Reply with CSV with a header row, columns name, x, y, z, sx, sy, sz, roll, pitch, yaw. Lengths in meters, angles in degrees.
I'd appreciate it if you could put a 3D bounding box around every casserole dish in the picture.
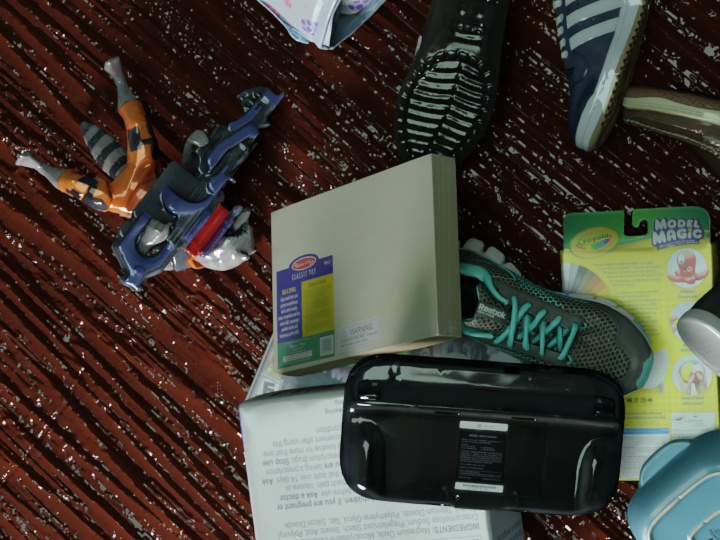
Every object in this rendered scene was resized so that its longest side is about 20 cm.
name,x,y,z,sx,sy,sz,roll,pitch,yaw
casserole dish,0.282,0.206,1.201,0.200,0.039,0.121,44,111,-3

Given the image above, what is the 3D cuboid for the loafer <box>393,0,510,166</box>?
name,x,y,z,sx,sy,sz,roll,pitch,yaw
loafer,0.080,-0.171,1.274,0.073,0.071,0.201,19,113,2

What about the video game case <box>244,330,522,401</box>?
name,x,y,z,sx,sy,sz,roll,pitch,yaw
video game case,0.023,0.078,1.318,0.199,0.023,0.183,26,99,16

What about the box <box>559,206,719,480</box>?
name,x,y,z,sx,sy,sz,roll,pitch,yaw
box,0.211,0.054,1.244,0.116,0.048,0.202,-2,93,18

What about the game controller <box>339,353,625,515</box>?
name,x,y,z,sx,sy,sz,roll,pitch,yaw
game controller,0.085,0.116,1.169,0.198,0.042,0.105,5,104,1

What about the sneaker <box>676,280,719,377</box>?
name,x,y,z,sx,sy,sz,roll,pitch,yaw
sneaker,0.325,0.068,1.193,0.200,0.071,0.099,44,70,-10

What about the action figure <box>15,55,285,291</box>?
name,x,y,z,sx,sy,sz,roll,pitch,yaw
action figure,-0.151,-0.082,1.353,0.193,0.105,0.200,44,78,5

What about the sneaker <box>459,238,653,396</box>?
name,x,y,z,sx,sy,sz,roll,pitch,yaw
sneaker,0.116,0.039,1.210,0.199,0.091,0.078,24,103,30

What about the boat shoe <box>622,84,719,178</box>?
name,x,y,z,sx,sy,sz,roll,pitch,yaw
boat shoe,0.283,-0.081,1.204,0.201,0.075,0.075,16,102,17

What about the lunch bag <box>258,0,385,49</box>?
name,x,y,z,sx,sy,sz,roll,pitch,yaw
lunch bag,-0.029,-0.292,1.275,0.170,0.127,0.200,46,110,14

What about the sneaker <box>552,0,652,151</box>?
name,x,y,z,sx,sy,sz,roll,pitch,yaw
sneaker,0.158,-0.195,1.242,0.108,0.070,0.201,15,90,13

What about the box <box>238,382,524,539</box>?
name,x,y,z,sx,sy,sz,roll,pitch,yaw
box,0.021,0.183,1.255,0.183,0.105,0.202,-8,89,17

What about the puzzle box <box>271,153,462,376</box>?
name,x,y,z,sx,sy,sz,roll,pitch,yaw
puzzle box,0.000,0.000,1.246,0.199,0.025,0.134,-16,72,50
